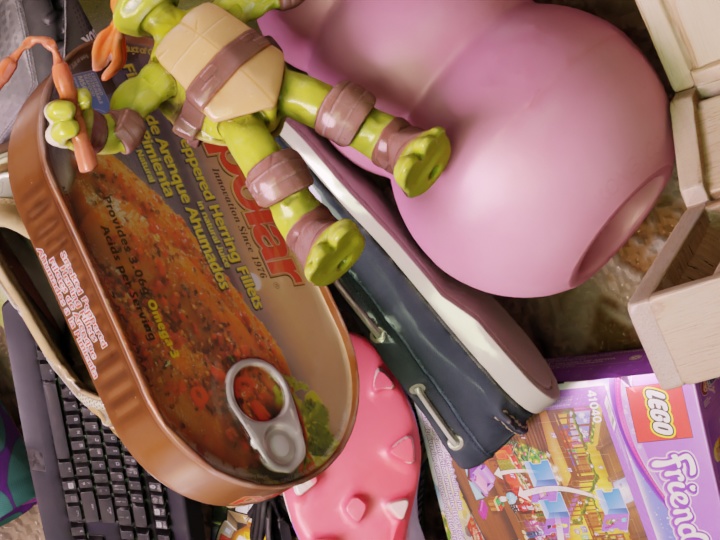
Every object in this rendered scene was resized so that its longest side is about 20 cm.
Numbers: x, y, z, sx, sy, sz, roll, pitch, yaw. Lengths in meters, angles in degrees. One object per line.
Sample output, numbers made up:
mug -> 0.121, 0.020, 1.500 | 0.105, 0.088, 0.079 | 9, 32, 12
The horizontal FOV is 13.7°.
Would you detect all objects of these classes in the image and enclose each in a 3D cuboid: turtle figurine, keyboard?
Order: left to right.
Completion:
keyboard -> -0.091, 0.088, 1.370 | 0.126, 0.021, 0.201 | -1, 131, 6
turtle figurine -> -0.055, -0.066, 1.191 | 0.161, 0.200, 0.065 | 43, 155, 15

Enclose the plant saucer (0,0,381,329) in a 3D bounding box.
plant saucer -> -0.089, -0.034, 1.337 | 0.198, 0.031, 0.201 | 0, 107, -2

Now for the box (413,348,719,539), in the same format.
box -> 0.113, 0.137, 1.351 | 0.136, 0.039, 0.201 | -6, 106, 27

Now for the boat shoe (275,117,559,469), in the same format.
boat shoe -> 0.000, 0.000, 1.292 | 0.062, 0.075, 0.200 | -42, 99, 14

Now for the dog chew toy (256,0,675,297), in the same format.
dog chew toy -> 0.035, -0.081, 1.261 | 0.200, 0.124, 0.125 | 41, 120, 14

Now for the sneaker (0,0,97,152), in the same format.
sneaker -> -0.148, -0.114, 1.268 | 0.090, 0.067, 0.201 | 8, 110, 4

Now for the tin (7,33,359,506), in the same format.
tin -> -0.072, 0.000, 1.223 | 0.042, 0.112, 0.201 | -34, 77, 51

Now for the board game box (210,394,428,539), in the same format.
board game box -> -0.022, 0.141, 1.424 | 0.104, 0.023, 0.201 | 11, 113, 17

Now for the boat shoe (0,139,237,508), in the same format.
boat shoe -> -0.101, 0.038, 1.269 | 0.071, 0.076, 0.200 | -33, 116, 19

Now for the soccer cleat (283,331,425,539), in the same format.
soccer cleat -> 0.005, 0.128, 1.362 | 0.066, 0.076, 0.201 | -15, 90, -5

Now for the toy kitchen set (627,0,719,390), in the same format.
toy kitchen set -> 0.173, -0.098, 1.153 | 0.162, 0.181, 0.201 | -18, 106, 27

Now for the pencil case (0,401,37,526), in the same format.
pencil case -> -0.235, 0.048, 1.446 | 0.092, 0.085, 0.201 | -26, 97, 16
